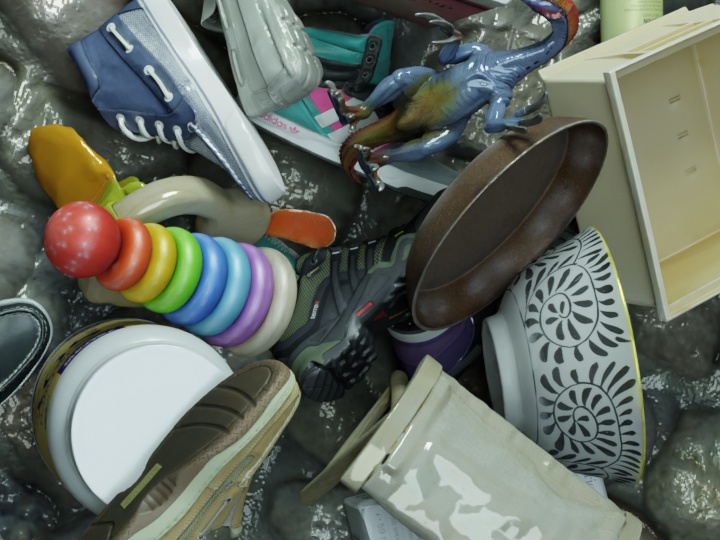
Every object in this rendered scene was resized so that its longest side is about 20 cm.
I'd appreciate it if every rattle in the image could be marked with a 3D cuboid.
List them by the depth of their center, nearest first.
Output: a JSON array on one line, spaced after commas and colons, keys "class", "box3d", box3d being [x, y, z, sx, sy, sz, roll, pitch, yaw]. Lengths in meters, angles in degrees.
[{"class": "rattle", "box3d": [-0.139, -0.052, 1.639, 0.200, 0.143, 0.130, -16, 127, -28]}]

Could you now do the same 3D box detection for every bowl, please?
[{"class": "bowl", "box3d": [0.146, 0.072, 1.599, 0.094, 0.201, 0.201, -9, 93, -3]}]

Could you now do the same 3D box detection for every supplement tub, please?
[{"class": "supplement tub", "box3d": [-0.162, 0.110, 1.547, 0.145, 0.200, 0.145, 0, 91, -14]}]

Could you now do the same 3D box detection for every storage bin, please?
[{"class": "storage bin", "box3d": [0.258, -0.093, 1.664, 0.199, 0.094, 0.200, -25, 108, -31]}]

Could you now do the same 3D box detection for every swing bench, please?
[{"class": "swing bench", "box3d": [0.084, 0.170, 1.537, 0.199, 0.200, 0.130, 39, 76, -3]}]

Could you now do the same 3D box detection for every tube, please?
[{"class": "tube", "box3d": [0.224, -0.144, 1.718, 0.058, 0.052, 0.200, -1, 94, 8]}]

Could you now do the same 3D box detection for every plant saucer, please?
[{"class": "plant saucer", "box3d": [0.101, -0.041, 1.550, 0.200, 0.200, 0.034, -42, 69, -10]}]

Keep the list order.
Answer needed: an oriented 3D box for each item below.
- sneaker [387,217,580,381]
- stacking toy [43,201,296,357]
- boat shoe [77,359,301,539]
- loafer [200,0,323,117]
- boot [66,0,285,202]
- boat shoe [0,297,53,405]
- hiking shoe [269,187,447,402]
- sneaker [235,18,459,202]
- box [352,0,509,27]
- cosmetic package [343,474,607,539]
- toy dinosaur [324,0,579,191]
[{"class": "sneaker", "box3d": [0.108, 0.023, 1.692, 0.200, 0.076, 0.088, -32, 127, -19]}, {"class": "stacking toy", "box3d": [-0.144, 0.001, 1.526, 0.200, 0.085, 0.085, 19, 86, -41]}, {"class": "boat shoe", "box3d": [-0.106, 0.150, 1.432, 0.200, 0.072, 0.076, -45, 115, -2]}, {"class": "loafer", "box3d": [-0.094, -0.209, 1.605, 0.070, 0.070, 0.200, -29, 65, 17]}, {"class": "boot", "box3d": [-0.139, -0.114, 1.592, 0.090, 0.073, 0.200, -34, 68, 3]}, {"class": "boat shoe", "box3d": [-0.313, 0.093, 1.581, 0.200, 0.060, 0.076, -41, 100, -10]}, {"class": "hiking shoe", "box3d": [0.000, 0.000, 1.613, 0.101, 0.076, 0.200, 38, 78, 28]}, {"class": "sneaker", "box3d": [0.012, -0.135, 1.651, 0.200, 0.084, 0.121, 24, 95, -12]}, {"class": "box", "box3d": [0.042, -0.260, 1.592, 0.128, 0.200, 0.109, 18, 87, -13]}, {"class": "cosmetic package", "box3d": [0.097, 0.205, 1.679, 0.200, 0.074, 0.102, -16, 94, -12]}, {"class": "toy dinosaur", "box3d": [0.068, -0.144, 1.528, 0.181, 0.200, 0.105, -28, 99, -9]}]
